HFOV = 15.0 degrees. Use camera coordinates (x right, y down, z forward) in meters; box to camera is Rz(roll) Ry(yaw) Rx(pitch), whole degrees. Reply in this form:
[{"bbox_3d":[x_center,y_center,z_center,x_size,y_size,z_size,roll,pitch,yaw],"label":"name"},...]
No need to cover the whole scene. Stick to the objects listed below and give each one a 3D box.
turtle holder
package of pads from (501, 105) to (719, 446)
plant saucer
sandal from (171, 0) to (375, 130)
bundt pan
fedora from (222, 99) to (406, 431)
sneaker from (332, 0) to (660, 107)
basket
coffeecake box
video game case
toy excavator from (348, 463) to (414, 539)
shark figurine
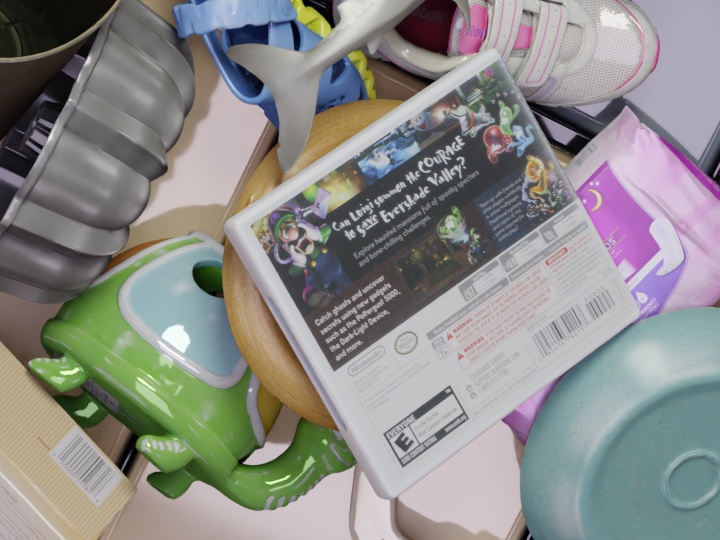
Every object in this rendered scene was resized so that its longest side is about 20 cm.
[{"bbox_3d":[-0.096,0.060,1.636,0.185,0.141,0.132,31,75,31],"label":"turtle holder"},{"bbox_3d":[0.136,0.010,1.659,0.120,0.076,0.200,43,98,-7],"label":"package of pads"},{"bbox_3d":[0.195,0.119,1.653,0.199,0.036,0.201,-8,119,-15],"label":"plant saucer"},{"bbox_3d":[-0.057,-0.127,1.605,0.079,0.087,0.200,-12,134,28],"label":"sandal"},{"bbox_3d":[-0.160,-0.068,1.600,0.075,0.202,0.203,27,99,-15],"label":"bundt pan"},{"bbox_3d":[0.000,0.000,1.600,0.200,0.082,0.202,3,83,-24],"label":"fedora"},{"bbox_3d":[0.080,-0.139,1.629,0.199,0.088,0.082,7,99,0],"label":"sneaker"},{"bbox_3d":[-0.227,-0.140,1.548,0.136,0.181,0.200,38,143,-5],"label":"basket"},{"bbox_3d":[-0.255,0.138,1.646,0.154,0.073,0.200,47,130,-6],"label":"coffeecake box"},{"bbox_3d":[0.044,0.000,1.560,0.200,0.023,0.182,-34,101,-24],"label":"video game case"},{"bbox_3d":[0.041,0.204,1.692,0.199,0.100,0.195,33,98,5],"label":"toy excavator"},{"bbox_3d":[0.024,-0.153,1.540,0.128,0.215,0.090,-8,132,38],"label":"shark figurine"}]
